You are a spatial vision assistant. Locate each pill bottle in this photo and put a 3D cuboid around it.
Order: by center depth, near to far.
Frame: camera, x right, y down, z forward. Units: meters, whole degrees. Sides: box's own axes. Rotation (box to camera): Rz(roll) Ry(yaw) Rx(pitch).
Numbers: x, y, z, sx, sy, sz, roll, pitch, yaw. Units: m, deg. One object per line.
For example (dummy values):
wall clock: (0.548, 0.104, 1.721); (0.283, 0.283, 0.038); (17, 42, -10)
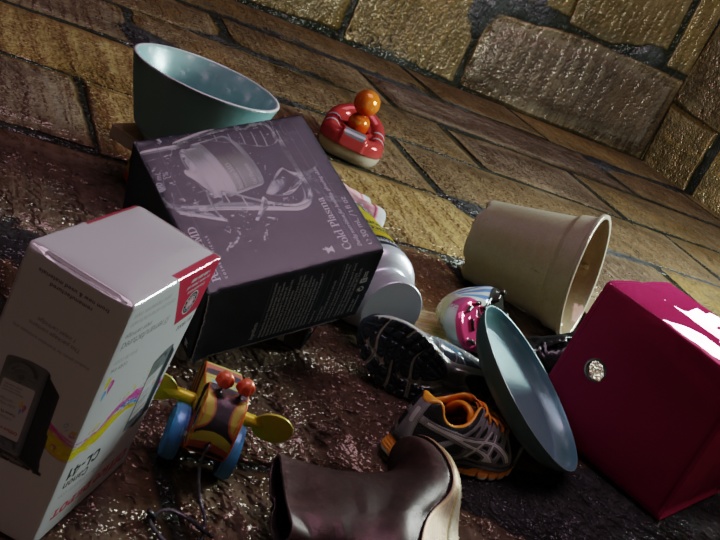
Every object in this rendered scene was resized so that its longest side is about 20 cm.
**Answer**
pill bottle: (0.000, 0.000, 1.269); (0.112, 0.112, 0.200); (13, 23, -31)

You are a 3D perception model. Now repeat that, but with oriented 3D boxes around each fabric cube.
fabric cube: (0.366, 0.148, 1.225); (0.199, 0.197, 0.199); (41, 23, 32)

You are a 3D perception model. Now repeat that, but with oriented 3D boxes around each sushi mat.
sushi mat: (0.105, 0.077, 1.352); (0.199, 0.012, 0.096); (13, 24, -32)

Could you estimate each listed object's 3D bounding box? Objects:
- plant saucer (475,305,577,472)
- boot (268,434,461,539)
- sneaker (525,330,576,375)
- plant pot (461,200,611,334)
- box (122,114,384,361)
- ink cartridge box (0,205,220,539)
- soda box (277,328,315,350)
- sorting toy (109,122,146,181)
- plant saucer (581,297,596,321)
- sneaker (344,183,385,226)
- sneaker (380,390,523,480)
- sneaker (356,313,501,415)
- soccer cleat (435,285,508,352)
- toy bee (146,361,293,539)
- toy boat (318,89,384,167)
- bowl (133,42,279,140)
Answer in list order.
plant saucer: (0.179, 0.133, 1.120); (0.200, 0.027, 0.201); (51, 21, -28)
boot: (0.003, 0.181, 0.849); (0.166, 0.072, 0.200); (28, 24, -19)
sneaker: (0.227, 0.111, 1.285); (0.104, 0.060, 0.200); (-7, 3, 24)
plant pot: (0.264, -0.020, 1.568); (0.183, 0.202, 0.200); (22, 17, 22)
box: (-0.116, -0.039, 1.047); (0.196, 0.124, 0.201); (-16, 59, -29)
ink cartridge box: (-0.196, 0.068, 0.717); (0.085, 0.201, 0.148); (28, 20, 6)
soda box: (-0.135, 0.008, 1.140); (0.199, 0.071, 0.063); (27, 19, 3)
sorting toy: (-0.215, -0.125, 1.385); (0.198, 0.070, 0.200); (33, 21, 19)
plant saucer: (0.446, 0.108, 1.676); (0.199, 0.030, 0.200); (23, 19, -8)
sneaker: (-0.030, -0.087, 1.509); (0.104, 0.076, 0.200); (25, 11, -16)
sneaker: (0.111, 0.164, 1.042); (0.199, 0.078, 0.078); (6, 25, -48)
sneaker: (0.080, 0.111, 1.163); (0.199, 0.078, 0.086); (33, 12, -10)
soccer cleat: (0.128, 0.064, 1.304); (0.086, 0.070, 0.200); (-4, 5, 23)
toy bee: (-0.111, 0.121, 0.827); (0.130, 0.109, 0.200); (15, 22, -32)
toy boat: (-0.003, -0.291, 1.983); (0.130, 0.131, 0.200); (24, 19, -6)
bowl: (-0.217, -0.208, 1.331); (0.200, 0.105, 0.201); (23, 20, -9)
